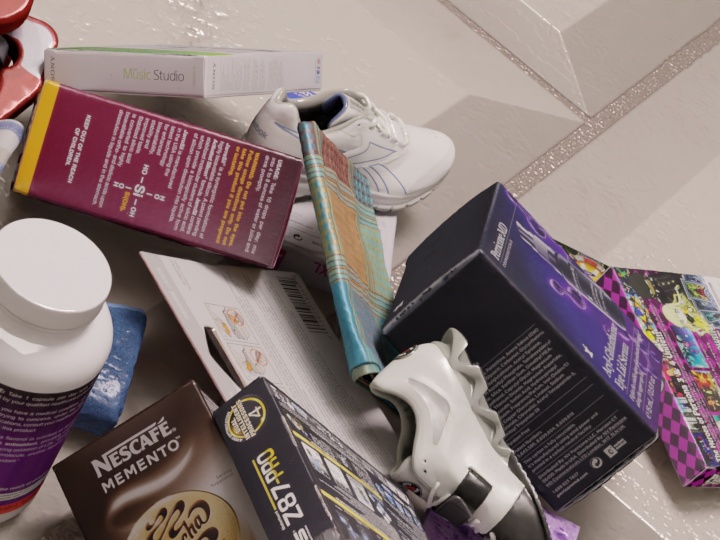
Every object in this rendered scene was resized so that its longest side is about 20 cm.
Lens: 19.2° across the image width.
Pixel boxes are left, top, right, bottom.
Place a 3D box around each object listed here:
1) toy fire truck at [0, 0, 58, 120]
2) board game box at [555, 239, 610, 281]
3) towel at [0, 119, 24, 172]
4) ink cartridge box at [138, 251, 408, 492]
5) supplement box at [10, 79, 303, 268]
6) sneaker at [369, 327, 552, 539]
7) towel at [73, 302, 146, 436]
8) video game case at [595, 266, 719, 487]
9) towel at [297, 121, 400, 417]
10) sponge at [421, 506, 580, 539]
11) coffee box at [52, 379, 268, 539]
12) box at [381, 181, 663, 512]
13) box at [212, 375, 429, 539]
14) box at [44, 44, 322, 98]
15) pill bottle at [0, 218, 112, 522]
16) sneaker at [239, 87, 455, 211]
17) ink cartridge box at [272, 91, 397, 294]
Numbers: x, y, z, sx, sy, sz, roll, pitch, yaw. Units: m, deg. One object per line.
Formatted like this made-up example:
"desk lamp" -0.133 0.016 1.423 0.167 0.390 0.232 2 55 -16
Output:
"toy fire truck" -0.339 -0.164 1.605 0.199 0.112 0.169 22 63 -11
"board game box" 0.186 0.024 1.809 0.199 0.024 0.105 25 41 -9
"towel" -0.324 -0.039 1.467 0.146 0.024 0.200 -6 35 17
"ink cartridge box" -0.067 0.080 1.525 0.176 0.045 0.200 9 41 -50
"supplement box" -0.153 -0.070 1.578 0.199 0.086 0.110 17 -1 -10
"sneaker" 0.069 0.150 1.502 0.088 0.074 0.201 -24 83 -16
"towel" -0.248 0.039 1.473 0.199 0.049 0.112 24 35 -11
"video game case" 0.300 0.091 1.776 0.181 0.036 0.201 6 50 -40
"towel" 0.000 0.000 1.588 0.147 0.022 0.201 42 33 -68
"sponge" 0.082 0.227 1.513 0.111 0.030 0.200 31 38 -1
"coffee box" -0.100 0.187 1.350 0.200 0.113 0.080 59 2 31
"box" 0.126 0.055 1.606 0.200 0.104 0.148 45 22 -11
"box" -0.003 0.175 1.368 0.200 0.049 0.162 44 12 -49
"box" -0.136 -0.158 1.672 0.144 0.037 0.200 5 7 25
"pill bottle" -0.226 0.063 1.342 0.112 0.200 0.113 19 40 -17
"sneaker" -0.003 -0.101 1.702 0.199 0.087 0.075 -1 48 -34
"ink cartridge box" -0.028 -0.064 1.745 0.119 0.042 0.201 21 42 -12
